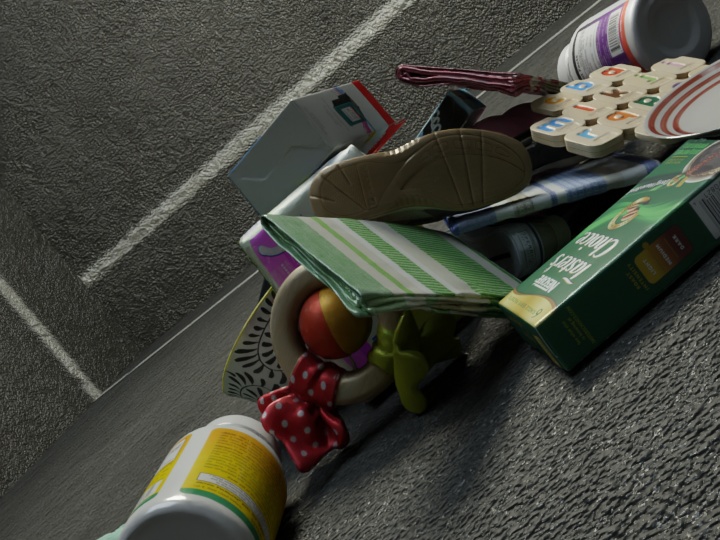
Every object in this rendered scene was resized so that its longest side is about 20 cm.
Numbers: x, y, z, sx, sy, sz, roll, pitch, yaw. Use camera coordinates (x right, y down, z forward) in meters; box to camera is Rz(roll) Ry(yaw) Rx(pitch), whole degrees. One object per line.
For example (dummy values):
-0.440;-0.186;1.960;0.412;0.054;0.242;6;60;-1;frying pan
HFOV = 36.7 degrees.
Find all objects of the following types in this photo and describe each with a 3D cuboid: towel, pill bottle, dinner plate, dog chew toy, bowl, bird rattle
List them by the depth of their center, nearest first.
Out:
0.036;-0.002;0.876;0.197;0.152;0.024;2;-64;-39;towel
-0.119;0.195;0.881;0.112;0.113;0.200;-38;9;13;pill bottle
0.326;-0.151;0.882;0.198;0.025;0.200;-28;14;7;dinner plate
-0.014;0.070;0.952;0.198;0.166;0.112;-25;-5;27;bird rattle
0.172;-0.070;1.007;0.196;0.024;0.147;-16;9;1;towel
0.146;-0.195;1.147;0.142;0.023;0.199;12;11;34;towel
-0.049;0.076;1.153;0.202;0.094;0.201;-52;-13;-17;bowl
0.183;-0.126;1.189;0.199;0.126;0.124;-37;5;-40;dog chew toy
0.317;-0.263;1.298;0.111;0.112;0.200;-42;8;-16;pill bottle

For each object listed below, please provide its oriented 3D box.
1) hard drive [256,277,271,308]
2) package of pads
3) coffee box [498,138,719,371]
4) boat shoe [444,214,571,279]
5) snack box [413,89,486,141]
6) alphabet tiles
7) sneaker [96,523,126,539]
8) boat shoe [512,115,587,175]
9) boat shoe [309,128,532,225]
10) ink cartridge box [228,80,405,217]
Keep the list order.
-0.062;0.001;1.201;0.140;0.033;0.201;-45;-16;-38;hard drive
0.000;0.000;1.047;0.154;0.201;0.068;-40;1;-6;package of pads
0.196;-0.016;0.784;0.199;0.044;0.123;-40;8;2;coffee box
0.136;-0.016;1.042;0.061;0.073;0.200;-16;4;-17;boat shoe
0.062;-0.108;1.206;0.201;0.037;0.116;-55;-5;16;snack box
0.259;-0.155;1.011;0.198;0.015;0.195;-28;29;-22;alphabet tiles
-0.198;0.258;1.034;0.199;0.074;0.119;-13;33;52;sneaker
0.140;-0.111;1.050;0.197;0.058;0.067;-21;11;-27;boat shoe
0.053;-0.077;0.968;0.196;0.073;0.065;-13;-7;1;boat shoe
-0.040;-0.132;1.152;0.116;0.067;0.200;-45;-6;28;ink cartridge box
